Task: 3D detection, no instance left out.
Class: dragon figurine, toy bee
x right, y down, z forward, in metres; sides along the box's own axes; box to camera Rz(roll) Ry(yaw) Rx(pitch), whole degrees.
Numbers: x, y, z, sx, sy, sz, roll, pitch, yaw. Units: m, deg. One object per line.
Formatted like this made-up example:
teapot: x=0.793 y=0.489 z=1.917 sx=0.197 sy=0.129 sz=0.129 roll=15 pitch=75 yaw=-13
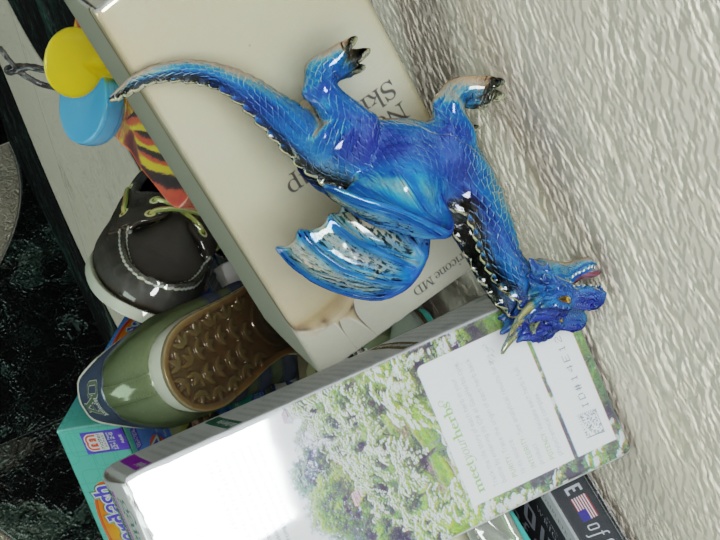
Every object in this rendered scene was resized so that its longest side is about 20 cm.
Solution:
dragon figurine: x=0.004 y=-0.029 z=0.715 sx=0.059 sy=0.200 sz=0.100 roll=128 pitch=150 yaw=-53
toy bee: x=-0.124 y=-0.117 z=0.995 sx=0.200 sy=0.131 sz=0.109 roll=27 pitch=111 yaw=23

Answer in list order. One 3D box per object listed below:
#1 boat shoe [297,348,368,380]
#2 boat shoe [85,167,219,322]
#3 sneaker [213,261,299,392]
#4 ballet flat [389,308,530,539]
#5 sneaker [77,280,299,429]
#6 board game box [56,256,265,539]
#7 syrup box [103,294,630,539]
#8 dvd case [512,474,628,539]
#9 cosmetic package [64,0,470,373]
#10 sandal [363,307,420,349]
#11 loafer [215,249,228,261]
boat shoe: x=0.000 y=0.000 z=0.987 sx=0.068 sy=0.072 sz=0.200 roll=-21 pitch=81 yaw=45
boat shoe: x=-0.119 y=-0.023 z=1.124 sx=0.201 sy=0.072 sz=0.061 roll=-102 pitch=36 yaw=-71
sneaker: x=-0.027 y=0.043 z=1.160 sx=0.115 sy=0.080 sz=0.199 roll=61 pitch=174 yaw=12
ballet flat: x=0.042 y=0.113 z=0.871 sx=0.067 sy=0.064 sz=0.200 roll=109 pitch=137 yaw=-73
sneaker: x=-0.073 y=0.038 z=1.017 sx=0.090 sy=0.200 sz=0.067 roll=-18 pitch=92 yaw=35
board game box: x=-0.115 y=0.103 z=1.184 sx=0.200 sy=0.045 sz=0.152 roll=-68 pitch=-35 yaw=-58
syrup box: x=0.001 y=0.079 z=0.777 sx=0.079 sy=0.200 sz=0.081 roll=67 pitch=168 yaw=-3
dvd case: x=0.105 y=0.163 z=0.902 sx=0.200 sy=0.025 sz=0.150 roll=84 pitch=160 yaw=-56
cosmetic package: x=-0.034 y=-0.067 z=0.799 sx=0.200 sy=0.103 sz=0.073 roll=58 pitch=171 yaw=-32
sandal: x=-0.006 y=-0.059 z=0.901 sx=0.057 sy=0.080 sz=0.201 roll=-5 pitch=112 yaw=50
loafer: x=-0.082 y=-0.035 z=1.260 sx=0.200 sy=0.063 sz=0.072 roll=-176 pitch=64 yaw=-77
